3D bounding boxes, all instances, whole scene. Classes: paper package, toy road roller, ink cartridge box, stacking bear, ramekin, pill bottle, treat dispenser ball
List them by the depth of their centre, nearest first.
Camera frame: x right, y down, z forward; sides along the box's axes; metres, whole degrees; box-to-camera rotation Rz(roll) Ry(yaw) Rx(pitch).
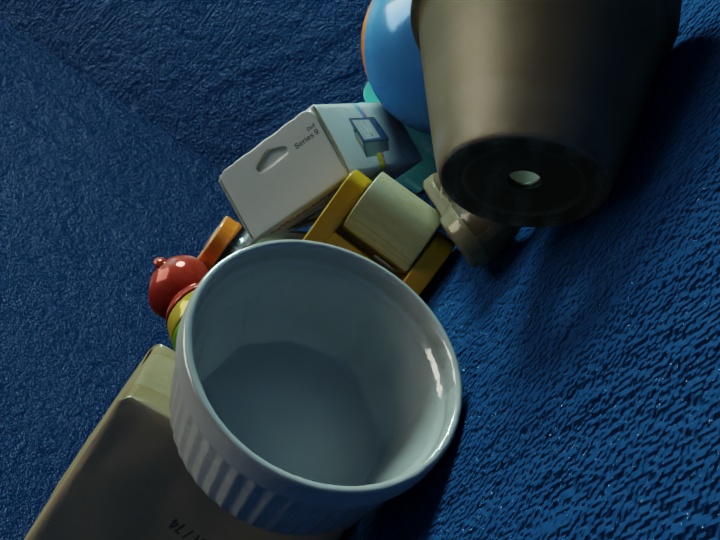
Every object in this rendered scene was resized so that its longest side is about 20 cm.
[{"bbox_3d":[-0.040,0.087,0.632,0.105,0.199,0.201,-59,5,44],"label":"ramekin"},{"bbox_3d":[-0.136,0.193,0.721,0.191,0.200,0.104,-54,10,16],"label":"paper package"},{"bbox_3d":[0.000,0.000,0.930,0.200,0.123,0.146,-54,-1,12],"label":"toy road roller"},{"bbox_3d":[0.100,-0.252,1.009,0.201,0.200,0.201,-53,10,14],"label":"treat dispenser ball"},{"bbox_3d":[-0.040,-0.114,1.010,0.145,0.088,0.200,-32,-6,27],"label":"ink cartridge box"},{"bbox_3d":[-0.181,0.064,1.057,0.114,0.200,0.121,-48,-30,14],"label":"stacking bear"},{"bbox_3d":[-0.108,0.014,1.145,0.106,0.200,0.106,-53,10,14],"label":"pill bottle"}]

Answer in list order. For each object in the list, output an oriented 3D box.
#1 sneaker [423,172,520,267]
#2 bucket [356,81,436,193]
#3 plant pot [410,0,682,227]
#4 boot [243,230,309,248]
[{"bbox_3d":[0.109,-0.059,0.801,0.075,0.071,0.200,-35,17,9],"label":"sneaker"},{"bbox_3d":[0.072,-0.214,1.207,0.207,0.135,0.207,-53,11,15],"label":"bucket"},{"bbox_3d":[0.125,-0.134,0.641,0.200,0.199,0.174,-40,35,57],"label":"plant pot"},{"bbox_3d":[-0.028,0.025,1.062,0.074,0.203,0.154,-57,49,49],"label":"boot"}]
